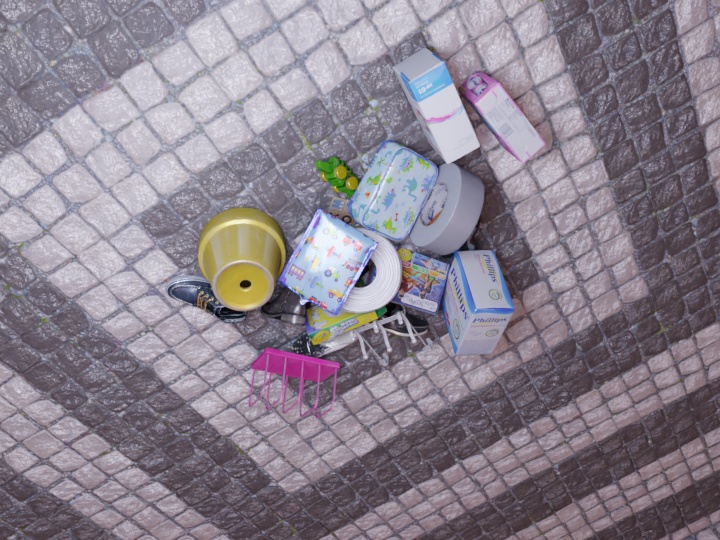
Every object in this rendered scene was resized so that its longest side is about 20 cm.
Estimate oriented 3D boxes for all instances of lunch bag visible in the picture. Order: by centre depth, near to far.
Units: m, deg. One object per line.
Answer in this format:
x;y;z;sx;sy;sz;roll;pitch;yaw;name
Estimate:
-0.076;-0.009;1.311;0.150;0.094;0.200;30;86;-1;lunch bag
0.076;-0.174;1.344;0.161;0.082;0.200;18;103;-40;lunch bag

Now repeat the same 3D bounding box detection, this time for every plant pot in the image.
-0.261;-0.013;1.337;0.200;0.189;0.201;-6;122;-10;plant pot

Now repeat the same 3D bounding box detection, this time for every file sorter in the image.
-0.174;0.298;1.547;0.200;0.126;0.139;16;148;-20;file sorter

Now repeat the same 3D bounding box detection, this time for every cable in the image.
0.000;0.000;1.396;0.199;0.069;0.200;9;86;-2;cable

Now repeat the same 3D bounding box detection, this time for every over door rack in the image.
0.083;0.186;1.515;0.147;0.067;0.200;-21;141;21;over door rack

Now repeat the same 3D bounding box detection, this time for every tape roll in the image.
0.191;-0.138;1.351;0.066;0.200;0.201;20;115;-22;tape roll

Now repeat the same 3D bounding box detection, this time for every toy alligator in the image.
-0.026;-0.199;1.360;0.200;0.059;0.054;40;62;-36;toy alligator

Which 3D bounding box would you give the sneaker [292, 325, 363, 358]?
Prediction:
-0.082;0.182;1.567;0.200;0.072;0.072;-21;165;12;sneaker

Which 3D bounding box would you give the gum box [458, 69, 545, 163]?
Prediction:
0.304;-0.338;1.307;0.066;0.114;0.200;-41;120;13;gum box

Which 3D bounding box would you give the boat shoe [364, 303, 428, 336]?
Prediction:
0.093;0.122;1.561;0.200;0.072;0.068;15;120;-18;boat shoe

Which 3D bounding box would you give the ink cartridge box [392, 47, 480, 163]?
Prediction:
0.159;-0.343;1.254;0.085;0.145;0.200;-30;122;7;ink cartridge box

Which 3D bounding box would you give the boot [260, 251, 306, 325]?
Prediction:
-0.163;0.037;1.439;0.069;0.200;0.175;14;86;-36;boot

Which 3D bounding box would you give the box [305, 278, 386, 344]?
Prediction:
-0.042;0.096;1.489;0.200;0.117;0.048;-22;131;0;box

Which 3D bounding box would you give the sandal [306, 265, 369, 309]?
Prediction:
-0.071;0.034;1.468;0.200;0.075;0.048;-29;100;3;sandal

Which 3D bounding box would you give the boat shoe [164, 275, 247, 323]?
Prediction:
-0.362;0.069;1.421;0.200;0.091;0.071;9;118;-17;boat shoe

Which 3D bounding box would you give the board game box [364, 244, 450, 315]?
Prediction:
0.117;0.020;1.486;0.200;0.034;0.136;19;85;-23;board game box

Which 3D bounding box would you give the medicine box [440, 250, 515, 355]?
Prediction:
0.282;0.081;1.482;0.103;0.182;0.200;-2;140;-10;medicine box

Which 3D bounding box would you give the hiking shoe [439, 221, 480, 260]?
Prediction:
0.237;-0.108;1.453;0.086;0.074;0.200;-8;122;-8;hiking shoe

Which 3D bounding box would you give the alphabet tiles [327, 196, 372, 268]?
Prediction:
-0.018;-0.073;1.460;0.167;0.008;0.200;11;117;-18;alphabet tiles
